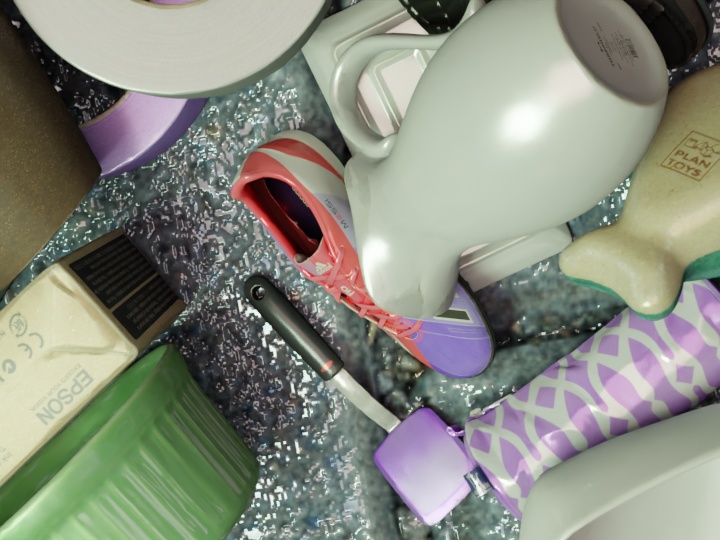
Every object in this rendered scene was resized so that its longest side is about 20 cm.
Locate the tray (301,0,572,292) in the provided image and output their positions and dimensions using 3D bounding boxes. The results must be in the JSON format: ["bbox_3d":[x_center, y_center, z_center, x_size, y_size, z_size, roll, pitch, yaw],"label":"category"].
[{"bbox_3d":[0.047,-0.083,0.871,0.107,0.022,0.201,-25,94,8],"label":"tray"}]

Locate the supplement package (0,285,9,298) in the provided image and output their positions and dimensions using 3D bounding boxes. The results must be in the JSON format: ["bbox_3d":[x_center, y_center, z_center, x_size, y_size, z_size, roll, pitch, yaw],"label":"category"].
[{"bbox_3d":[-0.337,-0.015,0.863,0.199,0.114,0.110,35,99,-1],"label":"supplement package"}]

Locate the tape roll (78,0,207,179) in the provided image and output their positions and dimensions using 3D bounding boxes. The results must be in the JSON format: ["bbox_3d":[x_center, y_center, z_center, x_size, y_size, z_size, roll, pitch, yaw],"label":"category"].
[{"bbox_3d":[-0.189,-0.155,0.861,0.198,0.066,0.202,0,96,4],"label":"tape roll"}]

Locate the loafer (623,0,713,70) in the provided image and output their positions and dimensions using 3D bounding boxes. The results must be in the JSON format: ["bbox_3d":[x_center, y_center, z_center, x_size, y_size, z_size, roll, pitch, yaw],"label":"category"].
[{"bbox_3d":[0.109,-0.175,0.767,0.200,0.072,0.063,40,61,-8],"label":"loafer"}]

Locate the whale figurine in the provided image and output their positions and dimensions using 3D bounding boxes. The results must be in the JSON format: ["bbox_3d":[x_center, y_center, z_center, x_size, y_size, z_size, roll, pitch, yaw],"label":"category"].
[{"bbox_3d":[0.208,-0.035,0.798,0.200,0.159,0.104,-42,135,-21],"label":"whale figurine"}]

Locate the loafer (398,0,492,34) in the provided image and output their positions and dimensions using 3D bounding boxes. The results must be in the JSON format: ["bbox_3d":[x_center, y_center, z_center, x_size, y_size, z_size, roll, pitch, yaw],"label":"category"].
[{"bbox_3d":[0.078,-0.167,0.835,0.071,0.073,0.201,-43,110,-30],"label":"loafer"}]

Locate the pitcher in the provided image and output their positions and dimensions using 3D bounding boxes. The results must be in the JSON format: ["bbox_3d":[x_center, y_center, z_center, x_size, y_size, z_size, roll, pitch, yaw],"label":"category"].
[{"bbox_3d":[0.063,-0.091,0.771,0.200,0.121,0.172,-40,69,43],"label":"pitcher"}]

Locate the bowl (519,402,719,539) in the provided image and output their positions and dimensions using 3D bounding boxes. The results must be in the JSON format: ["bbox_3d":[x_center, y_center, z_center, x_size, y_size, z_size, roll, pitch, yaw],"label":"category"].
[{"bbox_3d":[0.175,0.170,0.819,0.199,0.075,0.201,-17,126,-19],"label":"bowl"}]

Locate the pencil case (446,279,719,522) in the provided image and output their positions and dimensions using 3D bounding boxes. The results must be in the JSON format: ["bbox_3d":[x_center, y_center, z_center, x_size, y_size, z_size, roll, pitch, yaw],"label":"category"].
[{"bbox_3d":[0.153,0.075,0.854,0.200,0.084,0.086,-38,67,6],"label":"pencil case"}]

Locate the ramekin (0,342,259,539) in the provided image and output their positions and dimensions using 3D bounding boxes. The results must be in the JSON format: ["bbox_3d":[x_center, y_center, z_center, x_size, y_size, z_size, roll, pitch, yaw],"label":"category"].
[{"bbox_3d":[-0.154,0.148,0.830,0.200,0.200,0.098,-42,99,8],"label":"ramekin"}]

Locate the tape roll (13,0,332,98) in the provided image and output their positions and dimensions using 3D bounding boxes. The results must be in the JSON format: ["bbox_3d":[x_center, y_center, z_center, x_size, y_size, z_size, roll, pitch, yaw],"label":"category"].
[{"bbox_3d":[-0.106,-0.200,0.785,0.199,0.066,0.202,0,94,0],"label":"tape roll"}]

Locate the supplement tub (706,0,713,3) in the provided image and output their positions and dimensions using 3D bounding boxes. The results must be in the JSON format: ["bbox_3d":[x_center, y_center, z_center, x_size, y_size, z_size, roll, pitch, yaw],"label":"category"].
[{"bbox_3d":[0.146,-0.243,0.804,0.200,0.107,0.107,36,98,0],"label":"supplement tub"}]

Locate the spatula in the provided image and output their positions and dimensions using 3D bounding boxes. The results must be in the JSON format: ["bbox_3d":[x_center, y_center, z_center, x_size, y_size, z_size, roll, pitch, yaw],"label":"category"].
[{"bbox_3d":[-0.004,0.077,0.893,0.057,0.021,0.200,-44,91,9],"label":"spatula"}]

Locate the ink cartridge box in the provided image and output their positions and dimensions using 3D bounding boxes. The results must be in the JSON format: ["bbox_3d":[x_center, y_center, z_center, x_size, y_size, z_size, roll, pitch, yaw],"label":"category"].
[{"bbox_3d":[-0.210,0.073,0.837,0.200,0.165,0.075,-43,94,8],"label":"ink cartridge box"}]

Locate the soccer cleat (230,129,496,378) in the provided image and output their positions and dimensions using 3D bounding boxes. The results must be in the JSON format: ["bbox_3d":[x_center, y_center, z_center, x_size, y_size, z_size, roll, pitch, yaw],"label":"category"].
[{"bbox_3d":[0.000,0.000,0.850,0.200,0.073,0.068,47,124,0],"label":"soccer cleat"}]

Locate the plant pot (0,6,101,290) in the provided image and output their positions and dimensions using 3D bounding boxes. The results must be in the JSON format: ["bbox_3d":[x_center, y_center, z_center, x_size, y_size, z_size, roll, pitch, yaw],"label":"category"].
[{"bbox_3d":[-0.249,-0.088,0.766,0.200,0.187,0.187,41,98,-15],"label":"plant pot"}]
